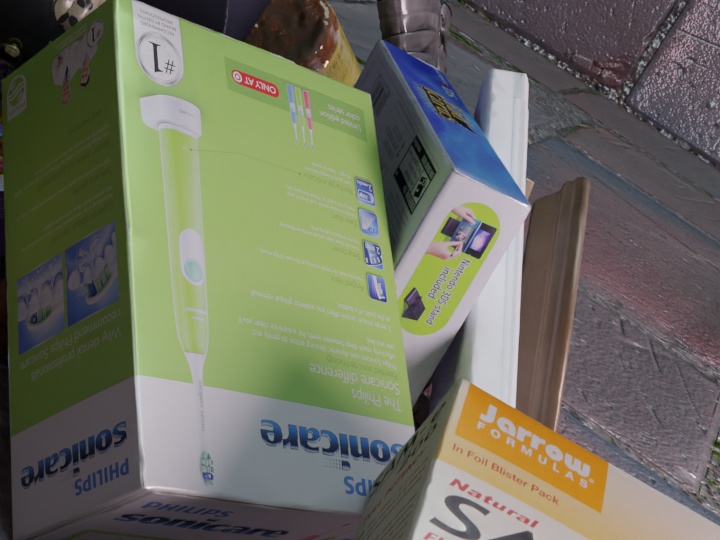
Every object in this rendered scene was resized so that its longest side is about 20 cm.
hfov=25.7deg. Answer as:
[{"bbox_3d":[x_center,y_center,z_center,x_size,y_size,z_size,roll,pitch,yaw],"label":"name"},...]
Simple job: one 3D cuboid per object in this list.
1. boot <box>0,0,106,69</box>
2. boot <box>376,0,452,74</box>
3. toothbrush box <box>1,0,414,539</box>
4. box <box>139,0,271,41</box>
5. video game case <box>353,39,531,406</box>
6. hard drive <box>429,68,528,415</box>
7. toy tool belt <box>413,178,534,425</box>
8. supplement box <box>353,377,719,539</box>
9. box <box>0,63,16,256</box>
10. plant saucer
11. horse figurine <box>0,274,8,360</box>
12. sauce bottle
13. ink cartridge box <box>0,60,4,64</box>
[{"bbox_3d":[-0.209,-0.120,0.754,0.153,0.204,0.073,34,-11,-16],"label":"boot"},{"bbox_3d":[0.026,-0.118,1.002,0.069,0.132,0.200,-4,2,6],"label":"boot"},{"bbox_3d":[-0.062,0.011,0.642,0.145,0.086,0.201,15,58,-43],"label":"toothbrush box"},{"bbox_3d":[-0.130,-0.232,0.810,0.199,0.182,0.104,24,54,6],"label":"box"},{"bbox_3d":[0.000,0.000,0.779,0.045,0.182,0.200,24,18,-18],"label":"video game case"},{"bbox_3d":[0.056,0.018,0.776,0.026,0.132,0.201,8,52,-2],"label":"hard drive"},{"bbox_3d":[0.056,0.002,0.941,0.125,0.123,0.200,45,15,-6],"label":"toy tool belt"},{"bbox_3d":[0.049,0.147,0.521,0.126,0.074,0.200,30,39,-6],"label":"supplement box"},{"bbox_3d":[-0.147,-0.062,0.796,0.199,0.039,0.137,-9,35,-22],"label":"box"},{"bbox_3d":[0.091,0.050,0.809,0.029,0.201,0.200,7,15,6],"label":"plant saucer"},{"bbox_3d":[-0.173,-0.034,0.619,0.050,0.133,0.200,4,-4,6],"label":"horse figurine"},{"bbox_3d":[-0.028,-0.115,1.015,0.066,0.066,0.200,38,-7,21],"label":"sauce bottle"},{"bbox_3d":[-0.147,-0.150,1.011,0.200,0.145,0.084,13,25,-47],"label":"ink cartridge box"}]
